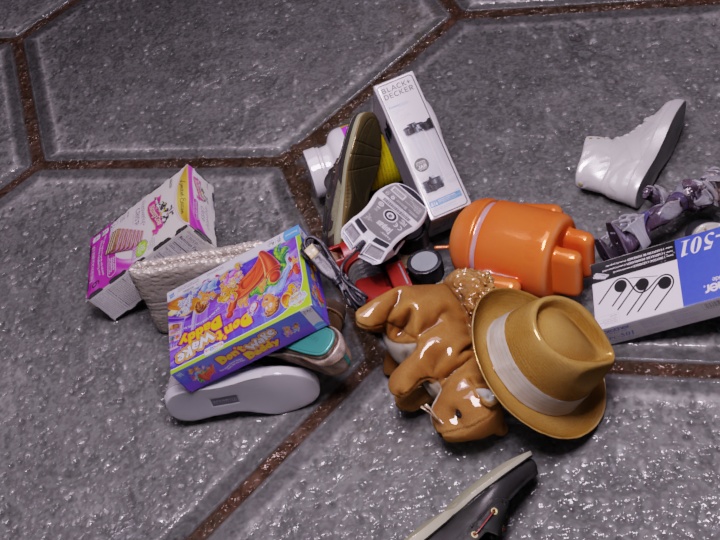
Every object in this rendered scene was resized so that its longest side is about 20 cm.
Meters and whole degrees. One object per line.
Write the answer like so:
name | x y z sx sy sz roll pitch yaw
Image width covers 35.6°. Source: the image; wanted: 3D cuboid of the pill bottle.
pill bottle | 0.019 -0.173 1.644 0.198 0.105 0.105 -20 43 -3

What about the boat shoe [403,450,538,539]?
boat shoe | 0.122 0.265 1.195 0.201 0.074 0.063 -33 80 -31

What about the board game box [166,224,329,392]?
board game box | -0.141 0.046 1.370 0.198 0.045 0.135 -27 45 14

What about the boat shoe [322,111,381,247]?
boat shoe | -0.020 -0.122 1.561 0.065 0.204 0.071 13 9 38

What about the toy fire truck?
toy fire truck | 0.000 0.000 1.453 0.198 0.129 0.177 -20 43 -2

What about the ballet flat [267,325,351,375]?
ballet flat | -0.088 0.088 1.383 0.199 0.067 0.068 20 72 42

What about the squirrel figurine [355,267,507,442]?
squirrel figurine | 0.123 0.101 1.310 0.199 0.142 0.187 -31 51 -11

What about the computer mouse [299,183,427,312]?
computer mouse | 0.014 -0.036 1.381 0.109 0.044 0.200 41 50 9

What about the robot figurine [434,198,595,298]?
robot figurine | 0.199 -0.028 1.432 0.198 0.116 0.146 15 84 29

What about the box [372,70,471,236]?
box | 0.081 -0.156 1.529 0.060 0.117 0.202 -23 79 -4

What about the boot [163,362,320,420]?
boot | -0.147 0.127 1.410 0.197 0.074 0.096 -6 40 6

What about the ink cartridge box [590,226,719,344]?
ink cartridge box | 0.374 0.015 1.323 0.198 0.044 0.095 -19 52 29

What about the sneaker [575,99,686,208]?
sneaker | 0.373 -0.180 1.565 0.115 0.074 0.200 19 55 29

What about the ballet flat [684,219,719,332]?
ballet flat | 0.442 -0.012 1.373 0.072 0.074 0.201 -8 43 9

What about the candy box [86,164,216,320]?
candy box | -0.296 -0.040 1.581 0.199 0.061 0.137 -34 39 19

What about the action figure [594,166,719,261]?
action figure | 0.394 -0.080 1.434 0.199 0.070 0.130 -34 1 -16

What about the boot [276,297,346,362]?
boot | -0.122 0.076 1.462 0.197 0.074 0.076 1 55 15

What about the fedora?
fedora | 0.218 0.089 1.252 0.082 0.200 0.202 -41 23 43

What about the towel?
towel | -0.197 0.022 1.489 0.197 0.133 0.035 -8 47 8
